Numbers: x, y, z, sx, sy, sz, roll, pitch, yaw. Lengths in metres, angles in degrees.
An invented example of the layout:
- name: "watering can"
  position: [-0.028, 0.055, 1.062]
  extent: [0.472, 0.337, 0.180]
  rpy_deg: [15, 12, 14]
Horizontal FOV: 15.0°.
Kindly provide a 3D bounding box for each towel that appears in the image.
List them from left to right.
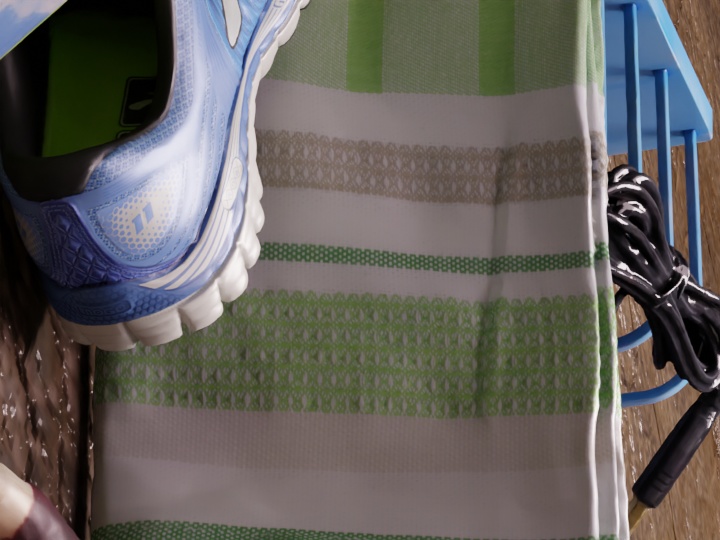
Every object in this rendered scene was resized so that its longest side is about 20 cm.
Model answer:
- name: "towel"
  position: [0.000, 0.000, 0.774]
  extent: [0.031, 0.149, 0.201]
  rpy_deg: [97, -6, -65]

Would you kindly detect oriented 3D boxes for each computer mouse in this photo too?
- name: "computer mouse"
  position: [0.047, 0.068, 0.879]
  extent: [0.200, 0.046, 0.140]
  rpy_deg: [-59, 144, -7]

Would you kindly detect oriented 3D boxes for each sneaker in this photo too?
- name: "sneaker"
  position: [-0.060, -0.082, 0.751]
  extent: [0.089, 0.078, 0.201]
  rpy_deg: [62, 24, -52]

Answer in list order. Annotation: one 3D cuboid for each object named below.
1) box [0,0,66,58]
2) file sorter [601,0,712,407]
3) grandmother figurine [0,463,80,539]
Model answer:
- name: "box"
  position: [-0.075, -0.130, 0.618]
  extent: [0.200, 0.048, 0.122]
  rpy_deg: [-44, 139, -14]
- name: "file sorter"
  position: [0.033, -0.041, 0.936]
  extent: [0.200, 0.138, 0.123]
  rpy_deg: [52, 35, -58]
- name: "grandmother figurine"
  position: [-0.076, 0.100, 0.629]
  extent: [0.200, 0.060, 0.122]
  rpy_deg: [25, 66, -67]
